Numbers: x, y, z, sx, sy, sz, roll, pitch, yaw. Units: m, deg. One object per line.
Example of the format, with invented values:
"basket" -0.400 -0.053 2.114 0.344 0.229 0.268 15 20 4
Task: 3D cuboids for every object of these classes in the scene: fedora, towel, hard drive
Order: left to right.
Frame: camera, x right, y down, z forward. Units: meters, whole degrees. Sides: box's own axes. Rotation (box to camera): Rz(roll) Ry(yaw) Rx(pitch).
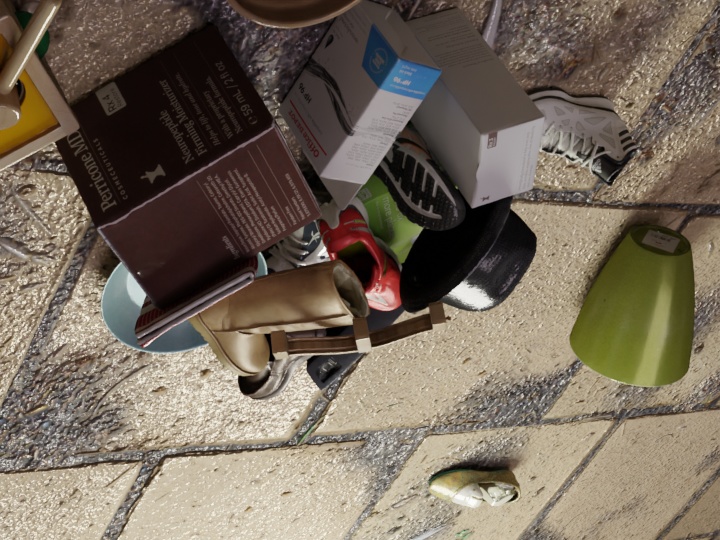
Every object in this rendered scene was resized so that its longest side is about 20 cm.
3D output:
"towel" -0.171 0.017 1.446 0.144 0.200 0.023 -30 104 4
"hard drive" 0.000 0.048 1.729 0.042 0.135 0.200 34 116 -21
"fedora" 0.133 -0.017 1.539 0.091 0.201 0.201 32 114 -19

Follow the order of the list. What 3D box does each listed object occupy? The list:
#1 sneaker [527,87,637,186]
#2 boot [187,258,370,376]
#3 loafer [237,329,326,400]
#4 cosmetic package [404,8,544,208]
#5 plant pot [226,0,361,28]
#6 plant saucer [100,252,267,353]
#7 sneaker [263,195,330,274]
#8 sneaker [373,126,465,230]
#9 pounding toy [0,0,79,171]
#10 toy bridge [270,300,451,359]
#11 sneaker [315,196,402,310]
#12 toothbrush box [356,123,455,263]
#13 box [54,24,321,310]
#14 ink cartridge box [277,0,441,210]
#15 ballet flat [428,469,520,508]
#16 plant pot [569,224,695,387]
"sneaker" 0.269 -0.164 1.686 0.200 0.116 0.076 -5 137 -33
"boot" -0.082 0.059 1.548 0.199 0.066 0.175 -9 148 24
"loafer" -0.117 0.102 1.737 0.071 0.073 0.200 6 145 -30
"cosmetic package" 0.114 -0.179 1.470 0.081 0.200 0.113 -19 144 -18
"plant pot" -0.057 -0.331 1.244 0.200 0.093 0.201 -20 143 -16
"plant saucer" -0.209 0.014 1.584 0.200 0.039 0.201 -14 138 -13
"sneaker" -0.085 -0.014 1.623 0.129 0.080 0.199 -36 156 -10
"sneaker" 0.058 -0.120 1.510 0.080 0.200 0.074 -15 138 -37
"pounding toy" -0.337 -0.171 1.177 0.200 0.142 0.184 -29 146 -5
"toy bridge" 0.003 0.071 1.494 0.199 0.027 0.067 -10 162 0
"sneaker" 0.000 0.000 1.560 0.077 0.085 0.200 -24 141 10
"toothbrush box" 0.073 -0.100 1.637 0.200 0.086 0.146 -26 145 -11
"box" -0.176 -0.103 1.367 0.200 0.166 0.164 -31 146 -3
"ink cartridge box" -0.014 -0.176 1.448 0.068 0.116 0.200 7 129 -42
"ballet flat" 0.207 0.384 2.355 0.200 0.071 0.071 5 131 -42
"plant pot" 0.426 0.039 2.031 0.187 0.187 0.201 -10 125 -29
